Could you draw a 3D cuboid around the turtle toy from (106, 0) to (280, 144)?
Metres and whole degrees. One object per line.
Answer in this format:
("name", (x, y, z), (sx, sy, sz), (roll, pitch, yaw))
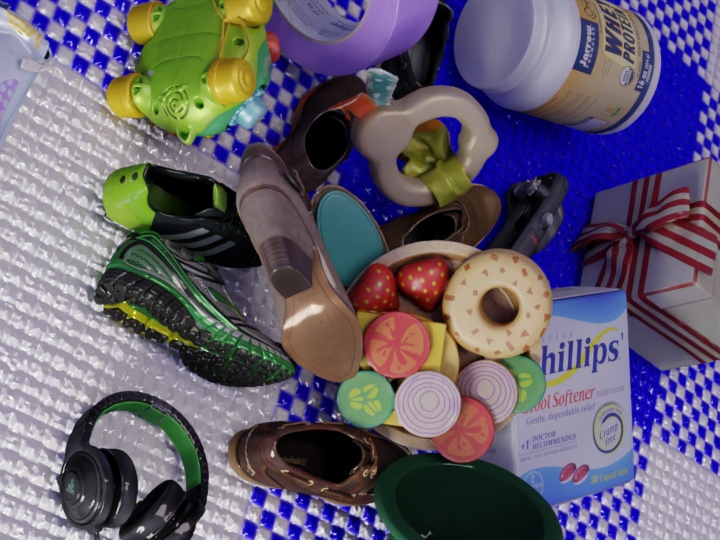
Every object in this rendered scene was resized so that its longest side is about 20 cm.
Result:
("turtle toy", (-0.129, -0.196, 1.261), (0.101, 0.145, 0.201), (42, 52, -51))

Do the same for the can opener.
("can opener", (0.168, -0.031, 1.506), (0.079, 0.063, 0.200), (51, 51, -18))

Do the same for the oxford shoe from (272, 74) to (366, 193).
("oxford shoe", (-0.027, -0.132, 1.353), (0.071, 0.072, 0.200), (47, 42, -17))

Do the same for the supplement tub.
("supplement tub", (0.214, -0.235, 1.550), (0.200, 0.144, 0.145), (10, 71, -39))

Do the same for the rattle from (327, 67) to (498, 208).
("rattle", (0.028, -0.155, 1.351), (0.200, 0.130, 0.143), (22, 39, -37))

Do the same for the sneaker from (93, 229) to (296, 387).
("sneaker", (-0.128, 0.034, 1.224), (0.200, 0.078, 0.085), (38, 51, -29))

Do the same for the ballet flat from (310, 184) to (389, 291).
("ballet flat", (0.000, 0.000, 1.348), (0.070, 0.065, 0.200), (-37, 116, -12))

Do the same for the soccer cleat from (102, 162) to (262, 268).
("soccer cleat", (-0.129, -0.048, 1.241), (0.200, 0.081, 0.068), (15, 68, -40))

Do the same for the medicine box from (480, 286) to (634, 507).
("medicine box", (0.175, 0.124, 1.417), (0.182, 0.103, 0.201), (-7, 96, -41))

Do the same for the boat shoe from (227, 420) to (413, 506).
("boat shoe", (-0.021, 0.173, 1.283), (0.200, 0.070, 0.071), (9, 70, -40))

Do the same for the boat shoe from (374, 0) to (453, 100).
("boat shoe", (0.064, -0.254, 1.478), (0.074, 0.066, 0.200), (35, 57, -28))

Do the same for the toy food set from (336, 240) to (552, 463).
("toy food set", (0.072, 0.072, 1.296), (0.199, 0.049, 0.199), (7, 94, 1))

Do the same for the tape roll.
("tape roll", (-0.021, -0.286, 1.324), (0.066, 0.200, 0.201), (-28, 96, -41))

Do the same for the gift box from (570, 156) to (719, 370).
("gift box", (0.356, 0.003, 1.579), (0.187, 0.184, 0.200), (34, 52, -31))

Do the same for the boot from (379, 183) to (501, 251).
("boot", (0.090, -0.044, 1.436), (0.200, 0.075, 0.074), (-26, 93, -43))

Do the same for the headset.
("headset", (-0.193, 0.194, 1.142), (0.123, 0.094, 0.200), (33, 43, -25))

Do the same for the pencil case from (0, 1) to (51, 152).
("pencil case", (-0.310, -0.111, 1.103), (0.090, 0.083, 0.200), (21, 64, -11))

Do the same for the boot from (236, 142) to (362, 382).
("boot", (-0.052, -0.012, 1.239), (0.200, 0.070, 0.146), (67, 7, -49))

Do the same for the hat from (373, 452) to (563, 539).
("hat", (0.064, 0.282, 1.293), (0.199, 0.176, 0.166), (10, 29, -13))
